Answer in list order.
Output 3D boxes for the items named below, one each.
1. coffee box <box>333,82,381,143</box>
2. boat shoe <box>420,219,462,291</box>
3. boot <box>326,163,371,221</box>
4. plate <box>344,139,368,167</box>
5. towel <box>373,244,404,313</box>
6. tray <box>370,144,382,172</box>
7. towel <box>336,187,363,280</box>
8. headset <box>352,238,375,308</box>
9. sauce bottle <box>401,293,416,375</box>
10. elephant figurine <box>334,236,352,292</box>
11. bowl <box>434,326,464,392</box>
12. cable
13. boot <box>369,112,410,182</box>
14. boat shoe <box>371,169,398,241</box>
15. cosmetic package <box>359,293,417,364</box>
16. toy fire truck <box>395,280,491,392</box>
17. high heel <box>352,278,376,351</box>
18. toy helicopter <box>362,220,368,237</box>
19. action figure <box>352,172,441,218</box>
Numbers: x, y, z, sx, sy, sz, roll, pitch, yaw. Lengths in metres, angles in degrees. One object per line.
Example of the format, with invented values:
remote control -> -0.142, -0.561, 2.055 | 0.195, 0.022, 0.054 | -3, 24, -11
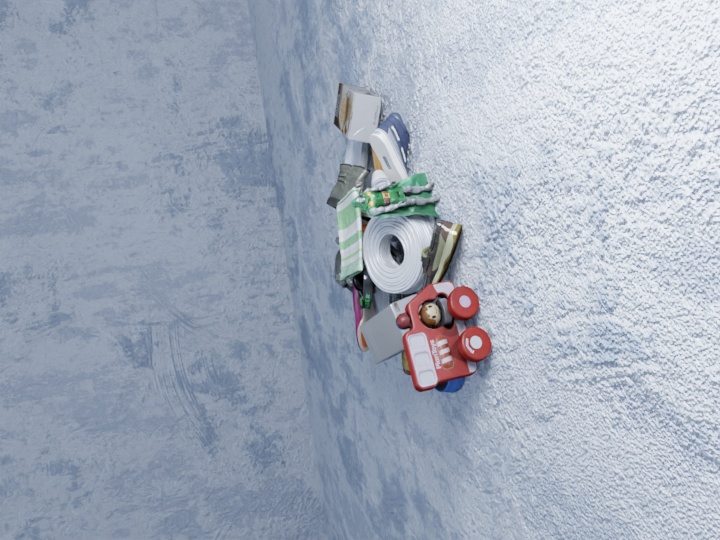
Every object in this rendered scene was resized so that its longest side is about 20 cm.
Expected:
coffee box -> -0.011, -0.420, 1.593 | 0.201, 0.077, 0.118 | -119, 37, -64
boat shoe -> 0.160, -0.029, 1.272 | 0.064, 0.073, 0.204 | 28, 133, 13
boot -> -0.002, -0.213, 1.605 | 0.196, 0.067, 0.135 | 24, 92, 34
plate -> -0.013, -0.300, 1.748 | 0.200, 0.031, 0.207 | -124, 40, -67
towel -> 0.085, 0.038, 1.581 | 0.166, 0.083, 0.207 | -125, 29, -60
tray -> 0.069, -0.253, 1.553 | 0.098, 0.036, 0.208 | 178, 84, -74
towel -> -0.028, -0.088, 1.501 | 0.152, 0.023, 0.208 | 152, 118, -68
headset -> 0.000, 0.000, 1.535 | 0.125, 0.090, 0.205 | 98, 174, -51
sauce bottle -> 0.132, 0.161, 1.520 | 0.066, 0.064, 0.208 | -146, 50, -68
elephant figurine -> -0.023, 0.016, 1.889 | 0.201, 0.137, 0.160 | 81, -157, -72
bowl -> 0.181, 0.183, 1.399 | 0.200, 0.038, 0.208 | 170, 91, -74
cable -> 0.088, -0.046, 1.390 | 0.196, 0.068, 0.208 | -8, 91, 44
boot -> 0.095, -0.264, 1.418 | 0.071, 0.091, 0.203 | 18, 146, 42
boat shoe -> 0.064, -0.158, 1.465 | 0.202, 0.069, 0.071 | 66, -173, -47
cosmetic package -> 0.082, 0.143, 1.431 | 0.199, 0.088, 0.110 | -38, 74, 59
toy fire truck -> 0.159, 0.127, 1.216 | 0.112, 0.162, 0.207 | 124, 134, -66
high heel -> 0.006, 0.113, 1.646 | 0.096, 0.065, 0.208 | -160, 75, -64
toy helicopter -> 0.032, -0.096, 1.710 | 0.203, 0.077, 0.134 | 80, 163, -48
action figure -> 0.074, -0.156, 1.299 | 0.055, 0.193, 0.121 | 109, 146, -57
